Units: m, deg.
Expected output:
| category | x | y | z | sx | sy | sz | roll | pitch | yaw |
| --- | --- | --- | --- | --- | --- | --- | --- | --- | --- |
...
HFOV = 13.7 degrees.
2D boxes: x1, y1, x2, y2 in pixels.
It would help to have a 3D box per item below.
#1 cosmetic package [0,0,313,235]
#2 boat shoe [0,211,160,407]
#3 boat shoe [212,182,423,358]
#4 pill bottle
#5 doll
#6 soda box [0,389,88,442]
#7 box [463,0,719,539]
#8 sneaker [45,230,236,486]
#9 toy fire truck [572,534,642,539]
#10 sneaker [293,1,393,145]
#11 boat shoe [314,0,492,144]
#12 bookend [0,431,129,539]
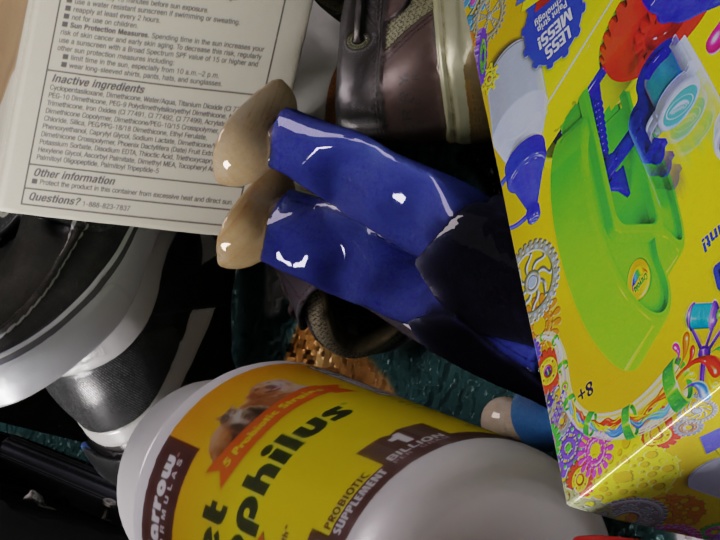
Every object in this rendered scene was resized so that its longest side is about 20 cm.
| category | x | y | z | sx | sy | sz | roll | pitch | yaw |
| --- | --- | --- | --- | --- | --- | --- | --- | --- | --- |
| cosmetic package | -0.069 | -0.119 | 1.052 | 0.071 | 0.105 | 0.200 | -118 | 40 | -61 |
| boat shoe | -0.109 | -0.028 | 1.143 | 0.069 | 0.057 | 0.200 | -10 | 34 | 34 |
| boat shoe | 0.000 | 0.000 | 1.116 | 0.200 | 0.072 | 0.065 | 12 | 81 | 52 |
| pill bottle | -0.008 | 0.094 | 1.047 | 0.200 | 0.109 | 0.110 | 16 | 90 | 58 |
| doll | 0.045 | 0.011 | 0.987 | 0.200 | 0.048 | 0.137 | 26 | 141 | 22 |
| soda box | -0.187 | 0.011 | 1.274 | 0.071 | 0.200 | 0.063 | -54 | 36 | 28 |
| box | 0.148 | -0.050 | 0.862 | 0.200 | 0.122 | 0.193 | -44 | 44 | 39 |
| sneaker | -0.076 | 0.016 | 1.227 | 0.073 | 0.112 | 0.200 | -10 | 31 | 25 |
| toy fire truck | 0.067 | 0.184 | 0.877 | 0.200 | 0.049 | 0.141 | 89 | -165 | -53 |
| sneaker | 0.005 | -0.125 | 1.186 | 0.073 | 0.084 | 0.200 | 76 | -157 | -57 |
| boat shoe | 0.008 | -0.119 | 1.085 | 0.201 | 0.066 | 0.072 | -100 | 6 | -46 |
| bookend | -0.200 | 0.108 | 1.253 | 0.199 | 0.200 | 0.092 | 13 | 88 | 59 |
